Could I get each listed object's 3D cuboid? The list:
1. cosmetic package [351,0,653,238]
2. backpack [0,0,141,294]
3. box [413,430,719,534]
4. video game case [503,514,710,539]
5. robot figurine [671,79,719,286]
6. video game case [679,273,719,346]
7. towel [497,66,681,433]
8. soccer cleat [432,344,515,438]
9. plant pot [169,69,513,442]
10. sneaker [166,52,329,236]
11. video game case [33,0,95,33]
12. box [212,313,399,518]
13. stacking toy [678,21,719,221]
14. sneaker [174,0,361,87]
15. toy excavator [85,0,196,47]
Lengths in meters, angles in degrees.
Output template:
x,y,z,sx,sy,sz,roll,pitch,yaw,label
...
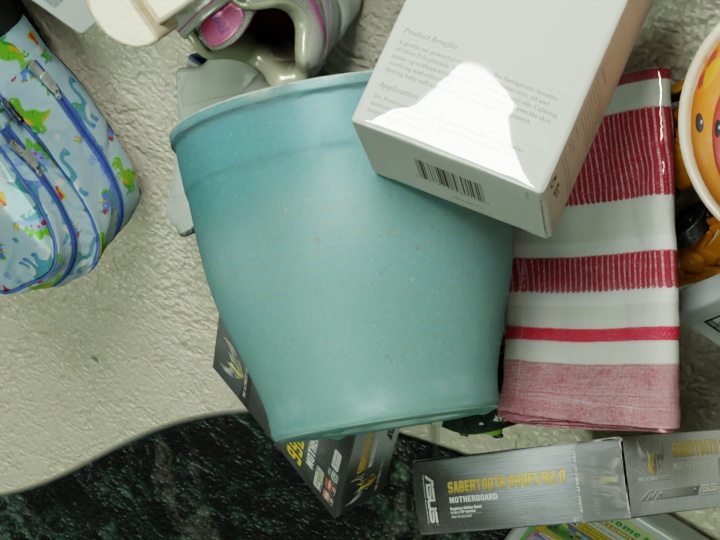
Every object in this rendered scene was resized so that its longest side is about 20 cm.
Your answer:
x,y,z,sx,sy,sz,roll,pitch,yaw,label
0.087,-0.133,0.881,0.108,0.200,0.085,23,169,15,cosmetic package
-0.250,-0.082,1.220,0.163,0.154,0.200,-19,130,36,backpack
0.157,0.133,1.102,0.158,0.200,0.048,-13,79,41,box
0.205,0.241,1.303,0.200,0.022,0.182,32,139,4,video game case
0.225,-0.063,0.971,0.145,0.058,0.200,48,138,-16,robot figurine
0.314,0.036,0.989,0.200,0.022,0.182,32,143,-26,video game case
0.128,-0.009,0.996,0.144,0.023,0.200,-4,86,55,towel
0.056,0.071,1.206,0.200,0.068,0.081,-5,124,40,soccer cleat
0.000,0.000,1.004,0.200,0.200,0.188,-14,81,41,plant pot
-0.089,-0.097,1.151,0.087,0.074,0.200,49,138,11,sneaker
-0.186,-0.245,1.017,0.200,0.023,0.182,35,129,-30,video game case
-0.034,0.058,1.205,0.158,0.048,0.200,49,150,24,box
0.218,-0.062,0.796,0.146,0.200,0.146,2,100,12,stacking toy
-0.085,-0.177,1.005,0.200,0.088,0.081,30,132,-23,sneaker
-0.066,-0.223,0.907,0.194,0.100,0.200,-3,109,16,toy excavator
